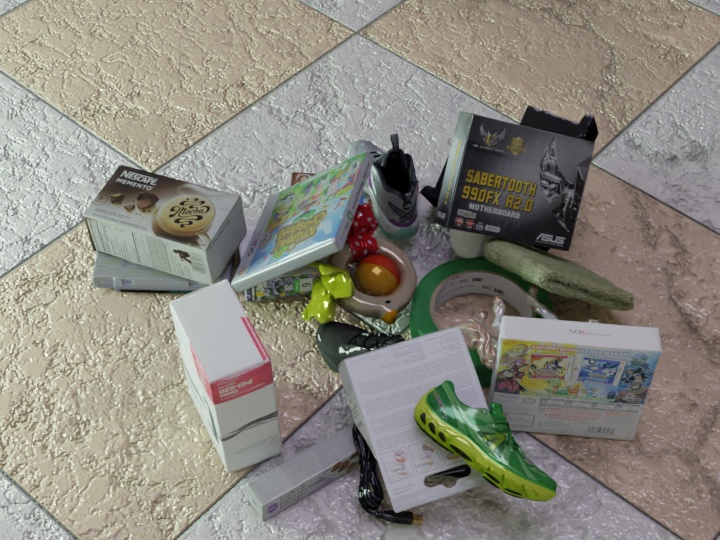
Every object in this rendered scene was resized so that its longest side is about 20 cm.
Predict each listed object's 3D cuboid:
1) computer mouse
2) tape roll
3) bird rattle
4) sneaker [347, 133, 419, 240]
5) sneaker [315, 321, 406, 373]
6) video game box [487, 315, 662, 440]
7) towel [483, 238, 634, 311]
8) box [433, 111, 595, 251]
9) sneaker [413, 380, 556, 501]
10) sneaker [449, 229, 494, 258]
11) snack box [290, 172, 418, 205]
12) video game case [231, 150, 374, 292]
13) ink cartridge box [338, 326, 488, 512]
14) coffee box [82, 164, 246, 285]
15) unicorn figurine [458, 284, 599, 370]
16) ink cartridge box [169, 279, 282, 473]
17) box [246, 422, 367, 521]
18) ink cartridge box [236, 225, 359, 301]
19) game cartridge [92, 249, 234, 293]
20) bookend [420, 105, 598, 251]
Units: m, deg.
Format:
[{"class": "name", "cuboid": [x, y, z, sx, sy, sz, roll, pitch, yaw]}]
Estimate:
[{"class": "computer mouse", "cuboid": [0.089, 0.248, 1.537, 0.199, 0.046, 0.141, 7, 62, -12]}, {"class": "tape roll", "cuboid": [0.169, 0.069, 1.719, 0.199, 0.048, 0.201, 1, 48, -1]}, {"class": "bird rattle", "cuboid": [0.000, 0.000, 1.707, 0.162, 0.113, 0.200, 26, 42, 1]}, {"class": "sneaker", "cuboid": [0.038, -0.159, 1.824, 0.077, 0.140, 0.200, -19, 54, -17]}, {"class": "sneaker", "cuboid": [0.026, 0.112, 1.646, 0.199, 0.091, 0.076, 25, 56, 21]}, {"class": "video game box", "cuboid": [0.267, 0.140, 1.569, 0.198, 0.183, 0.047, 5, 47, 1]}, {"class": "towel", "cuboid": [0.278, 0.008, 1.709, 0.199, 0.037, 0.148, 15, 12, -38]}, {"class": "box", "cuboid": [0.214, -0.122, 1.701, 0.199, 0.159, 0.048, 11, 9, -22]}, {"class": "sneaker", "cuboid": [0.160, 0.205, 1.480, 0.200, 0.074, 0.084, 37, 73, 5]}, {"class": "sneaker", "cuboid": [0.171, -0.118, 1.748, 0.075, 0.088, 0.201, 18, 86, 17]}, {"class": "snack box", "cuboid": [-0.010, -0.114, 1.894, 0.198, 0.024, 0.072, 4, 49, 0]}, {"class": "video game case", "cuboid": [-0.080, -0.068, 1.700, 0.199, 0.022, 0.183, -21, 36, 37]}, {"class": "ink cartridge box", "cuboid": [0.078, 0.186, 1.537, 0.162, 0.057, 0.201, -15, 78, -14]}, {"class": "coffee box", "cuboid": [-0.278, -0.067, 1.751, 0.199, 0.080, 0.113, 16, 52, 17]}, {"class": "unicorn figurine", "cuboid": [0.243, 0.085, 1.639, 0.199, 0.074, 0.138, -25, 57, -5]}, {"class": "ink cartridge box", "cuboid": [-0.167, 0.136, 1.542, 0.084, 0.201, 0.146, -22, 52, -14]}, {"class": "box", "cuboid": [-0.050, 0.246, 1.554, 0.199, 0.039, 0.041, -28, 54, -25]}, {"class": "ink cartridge box", "cuboid": [-0.077, -0.020, 1.790, 0.199, 0.051, 0.109, -7, 48, -10]}, {"class": "game cartridge", "cuboid": [-0.284, -0.022, 1.795, 0.198, 0.039, 0.130, 2, 52, -1]}, {"class": "bookend", "cuboid": [0.223, -0.161, 1.836, 0.199, 0.092, 0.200, 22, 88, 17]}]
